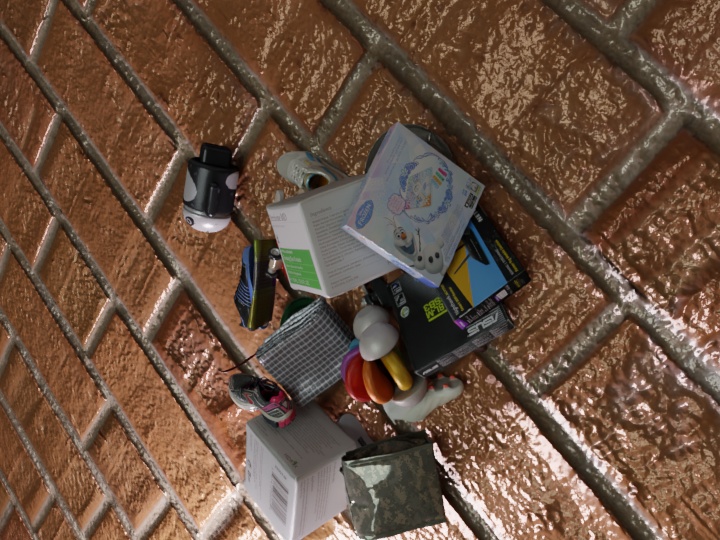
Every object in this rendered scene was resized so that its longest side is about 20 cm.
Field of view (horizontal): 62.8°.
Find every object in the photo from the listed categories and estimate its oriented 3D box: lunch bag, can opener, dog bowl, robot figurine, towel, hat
[{"bbox_3d":[0.062,0.437,1.199,0.194,0.118,0.169,-12,92,-4],"label":"lunch bag"},{"bbox_3d":[0.000,0.000,1.259,0.065,0.053,0.203,-29,82,-3],"label":"can opener"},{"bbox_3d":[0.103,-0.180,1.154,0.195,0.058,0.207,5,100,31],"label":"dog bowl"},{"bbox_3d":[-0.358,-0.194,1.400,0.122,0.150,0.206,18,107,14],"label":"robot figurine"},{"bbox_3d":[-0.109,0.178,1.257,0.198,0.086,0.166,-37,117,9],"label":"towel"},{"bbox_3d":[-0.173,0.171,1.309,0.164,0.174,0.204,36,115,23],"label":"hat"},{"bbox_3d":[-0.220,0.032,1.332,0.022,0.144,0.207,6,94,9],"label":"towel"}]

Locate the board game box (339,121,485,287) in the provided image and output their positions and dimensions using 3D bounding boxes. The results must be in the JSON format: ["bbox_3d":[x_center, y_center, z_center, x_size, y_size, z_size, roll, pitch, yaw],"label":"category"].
[{"bbox_3d":[0.092,-0.110,1.010,0.196,0.043,0.204,32,78,-17],"label":"board game box"}]

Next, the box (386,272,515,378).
[{"bbox_3d":[0.160,0.065,1.094,0.197,0.047,0.197,-31,51,19],"label":"box"}]

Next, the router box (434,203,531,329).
[{"bbox_3d":[0.189,-0.020,1.052,0.148,0.051,0.203,-37,51,13],"label":"router box"}]

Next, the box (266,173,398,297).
[{"bbox_3d":[-0.039,-0.071,1.098,0.198,0.196,0.176,7,116,64],"label":"box"}]

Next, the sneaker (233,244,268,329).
[{"bbox_3d":[-0.271,0.043,1.416,0.076,0.070,0.207,-1,97,27],"label":"sneaker"}]

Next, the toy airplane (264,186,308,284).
[{"bbox_3d":[-0.137,-0.078,1.283,0.137,0.200,0.206,4,96,-15],"label":"toy airplane"}]

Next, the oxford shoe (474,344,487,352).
[{"bbox_3d":[0.165,0.102,1.153,0.072,0.072,0.199,-50,48,-2],"label":"oxford shoe"}]

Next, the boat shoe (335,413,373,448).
[{"bbox_3d":[0.002,0.417,1.305,0.202,0.071,0.066,53,138,7],"label":"boat shoe"}]

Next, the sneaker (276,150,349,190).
[{"bbox_3d":[-0.110,-0.206,1.271,0.197,0.080,0.079,26,112,27],"label":"sneaker"}]

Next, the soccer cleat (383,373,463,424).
[{"bbox_3d":[0.132,0.266,1.204,0.197,0.069,0.079,-21,97,37],"label":"soccer cleat"}]

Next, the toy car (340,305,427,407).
[{"bbox_3d":[0.030,0.185,1.158,0.148,0.201,0.177,-33,110,3],"label":"toy car"}]

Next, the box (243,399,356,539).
[{"bbox_3d":[-0.136,0.426,1.288,0.198,0.168,0.204,34,128,39],"label":"box"}]

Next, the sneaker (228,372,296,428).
[{"bbox_3d":[-0.215,0.260,1.271,0.196,0.080,0.076,15,132,38],"label":"sneaker"}]
